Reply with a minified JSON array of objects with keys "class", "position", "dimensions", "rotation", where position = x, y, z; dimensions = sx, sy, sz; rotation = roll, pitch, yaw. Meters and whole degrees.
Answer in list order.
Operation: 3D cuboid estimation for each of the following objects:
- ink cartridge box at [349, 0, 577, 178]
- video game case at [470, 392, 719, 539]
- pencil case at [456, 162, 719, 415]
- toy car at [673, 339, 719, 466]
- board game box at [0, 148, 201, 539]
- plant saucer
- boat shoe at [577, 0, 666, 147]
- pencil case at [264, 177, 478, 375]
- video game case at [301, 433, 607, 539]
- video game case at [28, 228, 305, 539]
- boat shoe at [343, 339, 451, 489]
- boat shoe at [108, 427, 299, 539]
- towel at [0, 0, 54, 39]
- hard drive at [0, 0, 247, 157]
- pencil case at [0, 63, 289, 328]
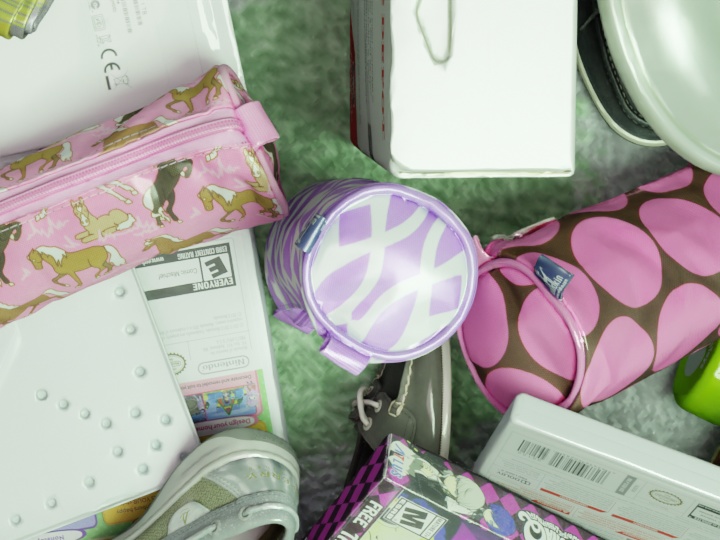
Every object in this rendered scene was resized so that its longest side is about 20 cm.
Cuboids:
[{"class":"ink cartridge box","position":[0.043,-0.122,0.903],"dimensions":[0.084,0.200,0.145],"rotation":[-1,98,-4]},{"class":"video game case","position":[0.116,0.133,0.952],"dimensions":[0.143,0.200,0.018],"rotation":[21,59,-1]},{"class":"pencil case","position":[0.138,0.000,0.948],"dimensions":[0.200,0.091,0.094],"rotation":[-21,70,-40]},{"class":"toy car","position":[0.241,0.117,0.948],"dimensions":[0.164,0.200,0.158],"rotation":[26,87,-8]},{"class":"board game box","position":[-0.203,0.041,0.968],"dimensions":[0.200,0.026,0.200],"rotation":[-20,97,-3]},{"class":"plant saucer","position":[0.198,-0.146,0.938],"dimensions":[0.200,0.050,0.201],"rotation":[2,87,-38]},{"class":"boat shoe","position":[0.145,-0.161,0.977],"dimensions":[0.074,0.062,0.200],"rotation":[-2,99,-6]},{"class":"pencil case","position":[0.000,0.000,0.919],"dimensions":[0.084,0.200,0.086],"rotation":[24,91,-7]},{"class":"video game case","position":[0.040,0.187,0.961],"dimensions":[0.181,0.036,0.200],"rotation":[28,126,-14]},{"class":"video game case","position":[-0.140,0.078,1.005],"dimensions":[0.200,0.022,0.182],"rotation":[-10,98,-4]},{"class":"boat shoe","position":[0.009,0.112,1.000],"dimensions":[0.057,0.067,0.200],"rotation":[5,101,-10]},{"class":"boat shoe","position":[-0.096,0.167,0.973],"dimensions":[0.074,0.065,0.202],"rotation":[29,116,-27]},{"class":"towel","position":[-0.200,-0.205,0.878],"dimensions":[0.200,0.023,0.144],"rotation":[28,84,1]},{"class":"hard drive","position":[-0.164,-0.123,0.918],"dimensions":[0.200,0.027,0.132],"rotation":[-13,110,-5]},{"class":"pencil case","position":[-0.131,-0.029,0.905],"dimensions":[0.200,0.087,0.083],"rotation":[-21,118,0]}]
